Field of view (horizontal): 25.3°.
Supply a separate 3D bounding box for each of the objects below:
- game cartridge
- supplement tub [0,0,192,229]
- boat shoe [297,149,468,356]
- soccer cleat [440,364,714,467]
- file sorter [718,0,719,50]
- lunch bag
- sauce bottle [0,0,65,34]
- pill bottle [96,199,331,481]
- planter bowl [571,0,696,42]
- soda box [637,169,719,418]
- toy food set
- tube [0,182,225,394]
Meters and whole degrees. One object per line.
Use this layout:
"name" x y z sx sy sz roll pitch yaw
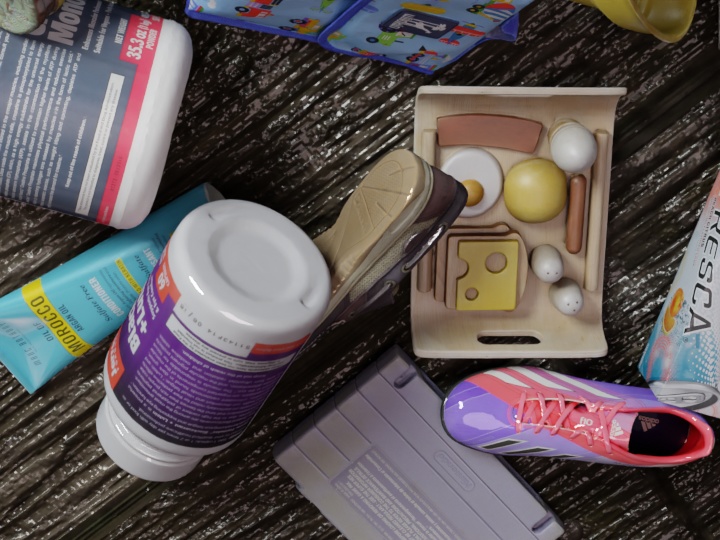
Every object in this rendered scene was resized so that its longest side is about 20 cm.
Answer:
"game cartridge" 0.043 0.165 1.208 0.130 0.038 0.200 -38 108 13
"supplement tub" -0.218 -0.116 1.027 0.199 0.140 0.141 15 108 -10
"boat shoe" 0.000 0.000 1.109 0.065 0.072 0.200 21 126 -28
"soccer cleat" 0.159 0.109 1.164 0.199 0.073 0.068 7 91 -12
"file sorter" 0.313 -0.232 1.033 0.124 0.139 0.201 -6 110 -6
"lunch bag" 0.012 -0.192 1.015 0.199 0.151 0.094 20 68 -18
"sauce bottle" -0.165 -0.231 0.981 0.065 0.065 0.200 42 59 -17
"pill bottle" -0.108 0.055 1.088 0.111 0.112 0.200 24 132 -12
"planter bowl" 0.143 -0.235 1.015 0.083 0.200 0.201 -9 113 30
"soda box" 0.271 0.003 1.152 0.068 0.064 0.201 16 107 -10
"toy food set" 0.110 -0.033 1.127 0.143 0.060 0.201 -1 109 -5
"tube" -0.177 0.010 1.130 0.200 0.050 0.078 -31 112 11
